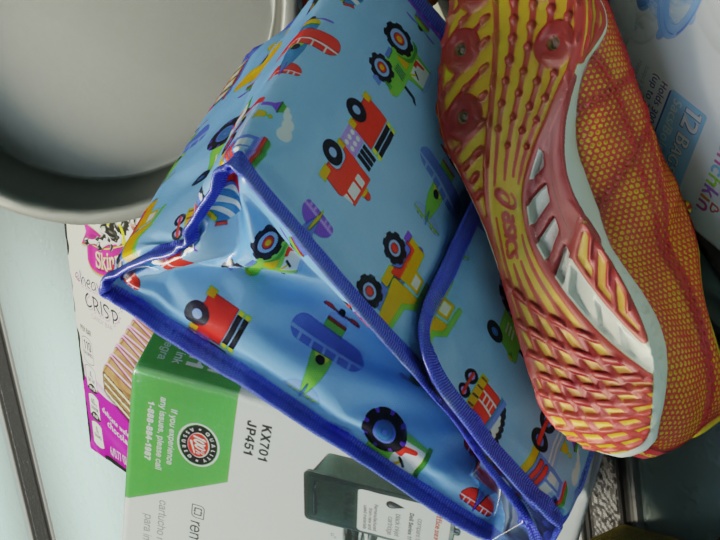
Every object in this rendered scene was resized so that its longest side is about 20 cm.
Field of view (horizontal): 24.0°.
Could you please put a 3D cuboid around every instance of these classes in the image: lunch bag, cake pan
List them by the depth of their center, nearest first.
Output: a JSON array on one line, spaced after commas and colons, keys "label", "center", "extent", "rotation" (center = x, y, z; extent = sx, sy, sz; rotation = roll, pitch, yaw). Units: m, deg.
[{"label": "lunch bag", "center": [0.026, 0.003, 0.638], "extent": [0.200, 0.151, 0.094], "rotation": [41, 132, -14]}, {"label": "cake pan", "center": [-0.123, -0.122, 0.743], "extent": [0.198, 0.037, 0.203], "rotation": [1, 106, 5]}]

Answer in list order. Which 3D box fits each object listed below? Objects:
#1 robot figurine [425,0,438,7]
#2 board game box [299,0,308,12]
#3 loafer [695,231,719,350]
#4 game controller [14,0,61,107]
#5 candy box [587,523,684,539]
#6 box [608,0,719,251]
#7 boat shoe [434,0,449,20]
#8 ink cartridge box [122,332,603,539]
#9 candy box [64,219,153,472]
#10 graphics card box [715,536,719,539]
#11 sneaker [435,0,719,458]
[{"label": "robot figurine", "center": [0.039, -0.203, 0.665], "extent": [0.145, 0.058, 0.202], "rotation": [-89, 17, -63]}, {"label": "board game box", "center": [-0.059, -0.173, 0.821], "extent": [0.034, 0.134, 0.202], "rotation": [28, 130, 40]}, {"label": "loafer", "center": [0.170, 0.032, 0.624], "extent": [0.201, 0.063, 0.072], "rotation": [59, 179, 34]}, {"label": "game controller", "center": [-0.112, -0.144, 0.856], "extent": [0.042, 0.200, 0.106], "rotation": [-6, 102, 28]}, {"label": "candy box", "center": [0.150, 0.186, 0.761], "extent": [0.200, 0.056, 0.118], "rotation": [167, 82, -79]}, {"label": "box", "center": [0.147, -0.091, 0.629], "extent": [0.200, 0.101, 0.113], "rotation": [44, 140, 27]}, {"label": "boat shoe", "center": [0.033, -0.082, 0.797], "extent": [0.063, 0.074, 0.203], "rotation": [-21, 96, 16]}, {"label": "ink cartridge box", "center": [0.001, 0.099, 0.752], "extent": [0.198, 0.083, 0.148], "rotation": [14, 126, 7]}, {"label": "candy box", "center": [-0.098, 0.022, 0.905], "extent": [0.136, 0.061, 0.202], "rotation": [23, 123, 47]}, {"label": "graphics card box", "center": [0.112, 0.200, 0.661], "extent": [0.126, 0.051, 0.200], "rotation": [54, 135, 12]}, {"label": "sneaker", "center": [0.079, -0.032, 0.608], "extent": [0.072, 0.077, 0.203], "rotation": [-17, 81, 38]}]
